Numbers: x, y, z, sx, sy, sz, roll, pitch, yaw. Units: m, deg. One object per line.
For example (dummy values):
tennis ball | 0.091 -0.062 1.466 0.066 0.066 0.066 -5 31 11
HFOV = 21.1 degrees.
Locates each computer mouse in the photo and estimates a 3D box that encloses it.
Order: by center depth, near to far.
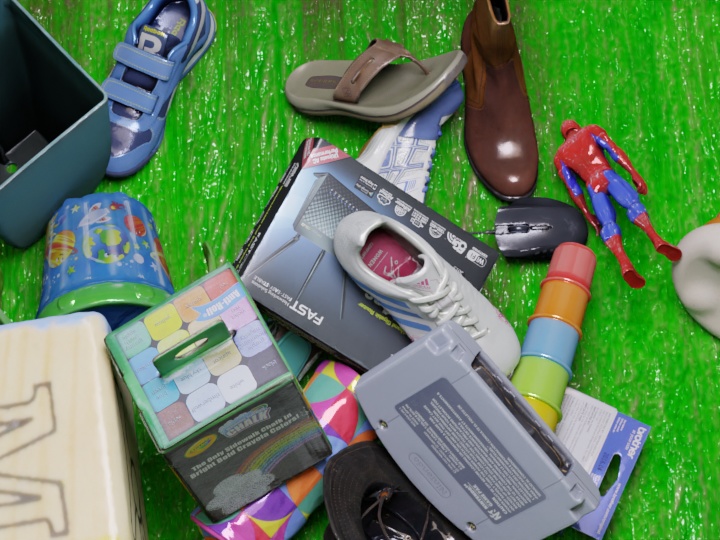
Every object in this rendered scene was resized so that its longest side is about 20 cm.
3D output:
computer mouse | 0.115 -0.038 1.746 0.198 0.034 0.059 -2 82 -16

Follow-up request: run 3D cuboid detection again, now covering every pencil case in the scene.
pencil case | -0.058 0.169 1.671 0.088 0.089 0.200 38 72 13

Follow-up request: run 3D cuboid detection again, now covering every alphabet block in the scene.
alphabet block | -0.284 0.170 1.612 0.194 0.196 0.202 -9 68 -1

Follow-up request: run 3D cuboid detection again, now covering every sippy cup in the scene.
sippy cup | -0.225 0.007 1.712 0.177 0.140 0.131 14 51 -36

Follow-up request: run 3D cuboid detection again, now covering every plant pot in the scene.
plant pot | -0.306 -0.111 1.712 0.141 0.200 0.141 -41 74 -14

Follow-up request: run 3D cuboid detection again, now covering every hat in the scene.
hat | 0.026 0.246 1.631 0.081 0.200 0.201 -45 71 27

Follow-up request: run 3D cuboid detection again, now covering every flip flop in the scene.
flip flop | 0.007 -0.182 1.767 0.199 0.058 0.081 6 44 39

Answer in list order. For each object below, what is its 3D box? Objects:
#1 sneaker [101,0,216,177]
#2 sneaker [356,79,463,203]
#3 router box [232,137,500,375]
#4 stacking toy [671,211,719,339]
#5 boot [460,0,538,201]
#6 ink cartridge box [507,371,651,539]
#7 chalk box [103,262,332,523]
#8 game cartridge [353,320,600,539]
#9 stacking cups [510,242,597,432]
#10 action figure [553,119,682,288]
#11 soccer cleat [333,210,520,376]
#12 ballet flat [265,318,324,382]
sneaker | -0.202 -0.183 1.803 0.073 0.082 0.201 21 73 7
sneaker | 0.036 -0.090 1.782 0.088 0.075 0.200 43 79 0
router box | 0.000 0.000 1.673 0.199 0.062 0.151 31 81 -14
stacking toy | 0.380 -0.037 1.741 0.145 0.147 0.200 30 54 11
boot | 0.131 -0.181 1.737 0.068 0.200 0.190 -2 69 -1
ink cartridge box | 0.141 0.149 1.698 0.199 0.042 0.120 23 69 11
chalk box | -0.119 0.091 1.561 0.124 0.200 0.124 -29 58 -4
game cartridge | 0.092 0.145 1.617 0.200 0.133 0.042 50 45 -8
stacking cups | 0.165 0.071 1.688 0.060 0.061 0.201 18 61 7
action figure | 0.224 -0.069 1.753 0.065 0.052 0.201 -41 47 19
soccer cleat | 0.059 0.026 1.612 0.200 0.086 0.070 39 79 -13
ballet flat | -0.056 0.047 1.724 0.074 0.074 0.200 40 74 14
